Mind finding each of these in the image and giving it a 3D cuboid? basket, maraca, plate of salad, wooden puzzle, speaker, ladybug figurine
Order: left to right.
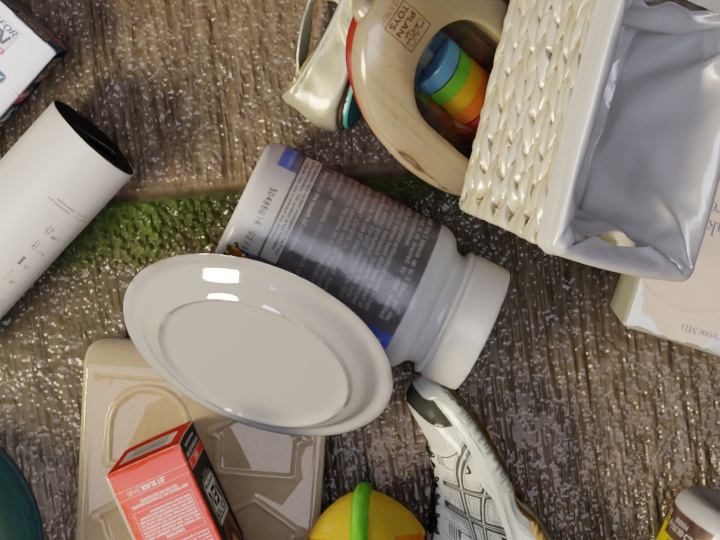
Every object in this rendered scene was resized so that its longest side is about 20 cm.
[{"bbox_3d":[-0.258,-0.027,1.350,0.081,0.081,0.200,43,98,-5],"label":"speaker"},{"bbox_3d":[-0.120,0.156,1.395,0.183,0.046,0.202,4,94,0],"label":"wooden puzzle"},{"bbox_3d":[-0.070,0.048,1.293,0.198,0.048,0.201,13,143,10],"label":"plate of salad"},{"bbox_3d":[0.009,0.253,1.355,0.106,0.137,0.202,-3,112,9],"label":"maraca"},{"bbox_3d":[0.057,-0.133,1.301,0.200,0.072,0.136,41,78,-35],"label":"ladybug figurine"},{"bbox_3d":[0.167,-0.108,1.263,0.135,0.123,0.202,11,97,-36],"label":"basket"}]

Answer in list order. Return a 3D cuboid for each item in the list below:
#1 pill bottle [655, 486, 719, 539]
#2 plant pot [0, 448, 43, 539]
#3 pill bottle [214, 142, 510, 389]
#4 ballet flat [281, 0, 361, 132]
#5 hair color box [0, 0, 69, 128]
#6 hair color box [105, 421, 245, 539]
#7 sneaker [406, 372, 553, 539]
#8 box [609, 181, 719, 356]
[{"bbox_3d":[0.246,0.270,1.368,0.108,0.109,0.201,23,98,-2],"label":"pill bottle"},{"bbox_3d":[-0.345,0.222,1.337,0.198,0.188,0.202,0,98,1],"label":"plant pot"},{"bbox_3d":[0.000,0.000,1.330,0.199,0.114,0.114,26,99,-2],"label":"pill bottle"},{"bbox_3d":[-0.002,-0.199,1.328,0.069,0.069,0.201,23,99,-2],"label":"ballet flat"},{"bbox_3d":[-0.316,-0.120,1.346,0.100,0.061,0.200,43,98,-5],"label":"hair color box"},{"bbox_3d":[-0.111,0.218,1.327,0.061,0.102,0.201,-23,95,2],"label":"hair color box"},{"bbox_3d":[0.076,0.174,1.375,0.087,0.076,0.201,-29,96,6],"label":"sneaker"},{"bbox_3d":[0.257,-0.047,1.334,0.094,0.078,0.202,16,99,-1],"label":"box"}]
